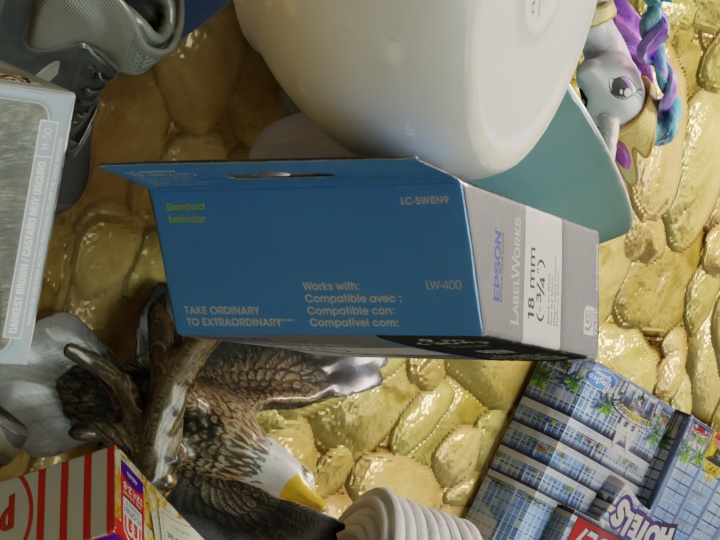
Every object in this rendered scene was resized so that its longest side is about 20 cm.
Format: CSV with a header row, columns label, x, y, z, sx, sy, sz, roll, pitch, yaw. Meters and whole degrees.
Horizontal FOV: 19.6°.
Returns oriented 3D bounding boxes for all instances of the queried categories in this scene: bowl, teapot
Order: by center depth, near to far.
label,x,y,z,sx,sy,sz,roll,pitch,yaw
teapot,0.010,-0.140,0.834,0.201,0.145,0.197,-69,160,-11
bowl,0.033,-0.068,1.027,0.105,0.201,0.201,-38,132,-5

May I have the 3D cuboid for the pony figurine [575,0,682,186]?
label,x,y,z,sx,sy,sz,roll,pitch,yaw
pony figurine,0.112,-0.165,1.049,0.201,0.166,0.194,57,36,-26

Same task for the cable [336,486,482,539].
label,x,y,z,sx,sy,sz,roll,pitch,yaw
cable,-0.007,0.211,1.083,0.069,0.201,0.201,27,123,-12

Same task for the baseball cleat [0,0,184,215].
label,x,y,z,sx,sy,sz,roll,pitch,yaw
baseball cleat,-0.121,-0.082,0.868,0.201,0.105,0.070,78,25,-58

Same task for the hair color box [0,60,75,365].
label,x,y,z,sx,sy,sz,roll,pitch,yaw
hair color box,-0.181,-0.040,0.784,0.060,0.200,0.100,5,102,-33

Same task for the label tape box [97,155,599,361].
label,x,y,z,sx,sy,sz,roll,pitch,yaw
label tape box,0.000,0.000,0.867,0.200,0.143,0.064,14,78,-63

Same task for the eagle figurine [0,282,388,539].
label,x,y,z,sx,sy,sz,roll,pitch,yaw
eagle figurine,-0.070,0.076,1.027,0.151,0.152,0.200,-27,172,12

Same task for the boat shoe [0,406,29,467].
label,x,y,z,sx,sy,sz,roll,pitch,yaw
boat shoe,-0.217,0.061,0.876,0.072,0.076,0.200,-54,143,-3

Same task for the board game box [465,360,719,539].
label,x,y,z,sx,sy,sz,roll,pitch,yaw
board game box,0.148,0.174,1.311,0.200,0.061,0.201,31,82,-47

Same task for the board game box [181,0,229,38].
label,x,y,z,sx,sy,sz,roll,pitch,yaw
board game box,-0.130,-0.159,0.876,0.158,0.039,0.199,-36,145,24

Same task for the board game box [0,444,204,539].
label,x,y,z,sx,sy,sz,roll,pitch,yaw
board game box,-0.131,0.165,0.952,0.200,0.150,0.047,54,23,-48
